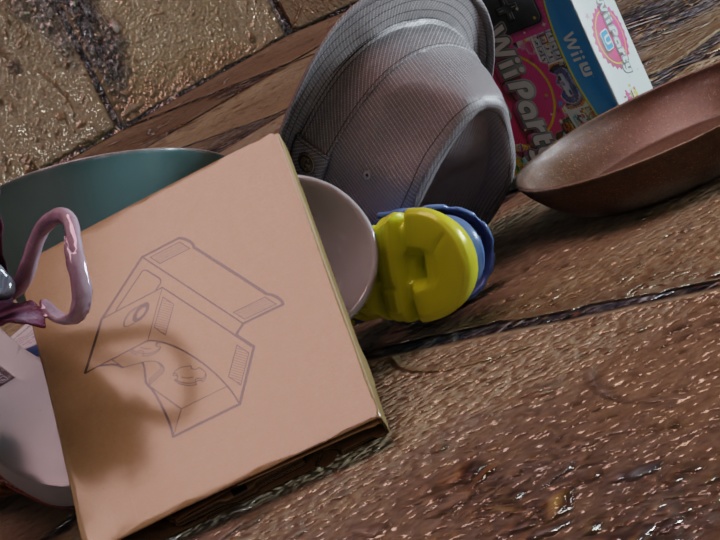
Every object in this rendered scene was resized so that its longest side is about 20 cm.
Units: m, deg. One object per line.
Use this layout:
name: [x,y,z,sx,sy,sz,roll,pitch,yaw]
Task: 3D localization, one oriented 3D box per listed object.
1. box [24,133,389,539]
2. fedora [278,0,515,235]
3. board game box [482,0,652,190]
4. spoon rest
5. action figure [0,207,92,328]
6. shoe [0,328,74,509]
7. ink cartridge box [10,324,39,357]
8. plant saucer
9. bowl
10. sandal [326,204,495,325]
box: [-0.087,0.037,0.963,0.163,0.021,0.200,-26,51,6]
fedora: [0.035,-0.072,1.162,0.177,0.090,0.200,-5,-51,-45]
board game box: [0.094,-0.134,1.319,0.200,0.148,0.064,-19,12,36]
spoon rest: [-0.073,0.031,1.016,0.200,0.099,0.061,-48,-17,-8]
action figure: [-0.220,0.020,1.003,0.148,0.134,0.200,-5,-31,-9]
shoe: [-0.202,0.104,1.116,0.071,0.091,0.200,-29,41,-27]
ink cartridge box: [-0.131,0.039,1.221,0.200,0.077,0.136,-23,12,24]
plant saucer: [0.191,-0.080,1.141,0.200,0.037,0.200,-25,11,5]
bowl: [-0.180,-0.009,1.386,0.200,0.105,0.201,-13,-11,-2]
sandal: [0.000,0.000,1.096,0.199,0.080,0.087,-1,9,36]
